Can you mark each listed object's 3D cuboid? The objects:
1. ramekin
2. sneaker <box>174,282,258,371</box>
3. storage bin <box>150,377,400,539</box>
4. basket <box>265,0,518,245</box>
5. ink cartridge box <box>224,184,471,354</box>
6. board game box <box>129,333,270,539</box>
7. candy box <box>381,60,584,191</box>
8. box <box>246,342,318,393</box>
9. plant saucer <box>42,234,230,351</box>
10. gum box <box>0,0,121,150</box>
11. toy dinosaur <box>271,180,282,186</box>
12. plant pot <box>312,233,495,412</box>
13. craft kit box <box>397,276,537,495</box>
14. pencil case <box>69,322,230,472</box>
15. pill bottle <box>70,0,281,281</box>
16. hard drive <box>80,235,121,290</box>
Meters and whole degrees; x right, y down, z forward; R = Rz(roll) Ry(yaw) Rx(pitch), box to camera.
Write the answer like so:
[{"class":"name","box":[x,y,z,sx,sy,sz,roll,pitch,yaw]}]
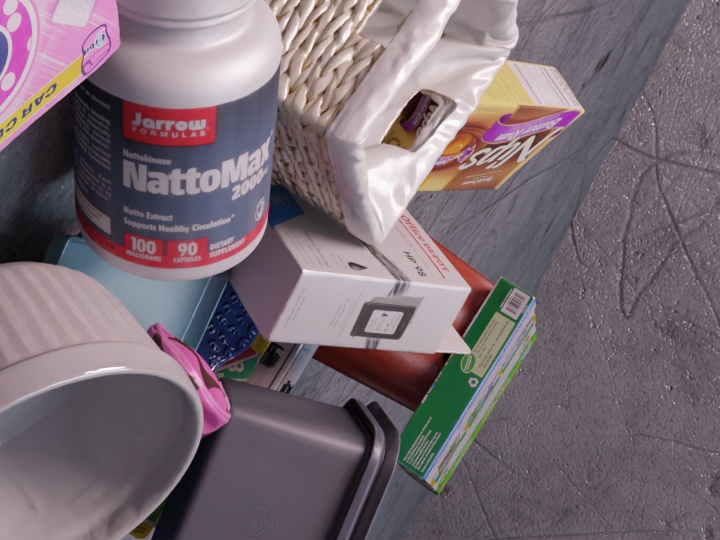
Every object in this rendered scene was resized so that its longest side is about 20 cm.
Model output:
[{"class":"ramekin","box":[-0.200,0.088,0.756,0.199,0.105,0.201,-28,149,-19]},{"class":"sneaker","box":[-0.144,0.066,1.018,0.070,0.078,0.201,48,60,-30]},{"class":"storage bin","box":[-0.076,0.180,1.035,0.201,0.133,0.146,-66,-164,7]},{"class":"basket","box":[-0.005,-0.158,0.915,0.199,0.160,0.200,-56,165,-12]},{"class":"ink cartridge box","box":[0.000,0.000,1.012,0.199,0.116,0.067,6,123,-38]},{"class":"board game box","box":[-0.160,0.110,1.063,0.201,0.095,0.030,-58,-174,0]},{"class":"candy box","box":[0.090,-0.122,1.119,0.117,0.057,0.199,-42,158,30]},{"class":"box","box":[-0.120,0.090,1.119,0.201,0.116,0.060,-60,166,-1]},{"class":"plant saucer","box":[-0.154,0.018,0.886,0.070,0.019,0.200,-64,155,4]},{"class":"gum box","box":[-0.195,-0.096,0.580,0.200,0.066,0.114,-50,162,-31]},{"class":"toy dinosaur","box":[-0.061,-0.032,1.101,0.058,0.101,0.201,-50,163,-30]},{"class":"plant pot","box":[0.024,0.032,1.331,0.201,0.194,0.201,-53,165,-21]},{"class":"craft kit box","box":[0.106,0.119,1.308,0.201,0.048,0.198,-57,163,-8]},{"class":"pencil case","box":[-0.170,0.136,0.888,0.200,0.094,0.091,-48,-153,-2]},{"class":"pill bottle","box":[-0.106,-0.104,0.756,0.120,0.119,0.201,-46,155,-41]},{"class":"hard drive","box":[-0.188,0.038,0.929,0.201,0.042,0.135,-57,166,-12]}]
